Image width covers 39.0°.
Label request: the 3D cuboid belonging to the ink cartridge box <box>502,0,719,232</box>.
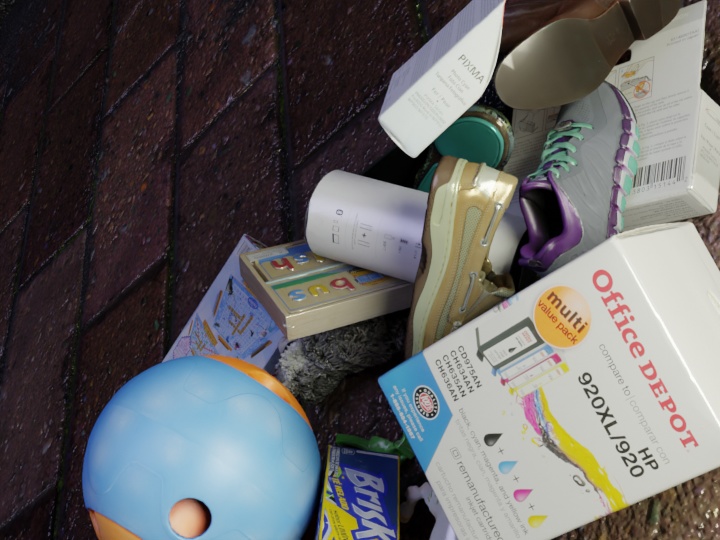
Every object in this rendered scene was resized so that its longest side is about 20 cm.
[{"bbox_3d":[0.210,-0.116,0.866,0.200,0.045,0.177,-12,58,47],"label":"ink cartridge box"}]

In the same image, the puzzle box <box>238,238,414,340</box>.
[{"bbox_3d":[0.000,0.000,0.946,0.133,0.199,0.026,-135,36,-53],"label":"puzzle box"}]

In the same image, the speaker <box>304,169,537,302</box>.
[{"bbox_3d":[0.054,-0.027,0.881,0.199,0.081,0.081,16,78,27],"label":"speaker"}]

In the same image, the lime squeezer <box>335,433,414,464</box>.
[{"bbox_3d":[0.046,0.140,0.914,0.200,0.038,0.071,-36,11,33],"label":"lime squeezer"}]

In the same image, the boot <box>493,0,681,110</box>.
[{"bbox_3d":[0.148,-0.197,0.879,0.186,0.064,0.200,-29,22,-16],"label":"boot"}]

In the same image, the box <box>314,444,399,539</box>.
[{"bbox_3d":[-0.005,0.226,0.789,0.200,0.064,0.070,-87,6,-61],"label":"box"}]

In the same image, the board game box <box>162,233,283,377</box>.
[{"bbox_3d":[-0.139,0.083,1.172,0.200,0.041,0.200,-56,35,7],"label":"board game box"}]

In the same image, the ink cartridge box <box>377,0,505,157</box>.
[{"bbox_3d":[0.104,-0.191,0.823,0.200,0.047,0.160,-39,13,20],"label":"ink cartridge box"}]

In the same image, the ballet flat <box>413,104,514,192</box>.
[{"bbox_3d":[0.100,-0.112,0.933,0.200,0.074,0.074,133,153,-66],"label":"ballet flat"}]

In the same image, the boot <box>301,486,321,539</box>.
[{"bbox_3d":[-0.084,0.292,0.935,0.200,0.072,0.144,-40,39,15],"label":"boot"}]

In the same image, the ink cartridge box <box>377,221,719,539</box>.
[{"bbox_3d":[0.149,0.079,0.675,0.200,0.144,0.148,-35,76,33],"label":"ink cartridge box"}]

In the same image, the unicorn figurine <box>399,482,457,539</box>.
[{"bbox_3d":[0.075,0.226,0.765,0.137,0.074,0.201,-43,52,55],"label":"unicorn figurine"}]

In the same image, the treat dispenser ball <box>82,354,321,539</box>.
[{"bbox_3d":[-0.134,0.172,0.863,0.201,0.201,0.201,-31,45,36],"label":"treat dispenser ball"}]

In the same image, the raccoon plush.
[{"bbox_3d":[-0.011,0.090,0.969,0.200,0.097,0.134,26,95,55],"label":"raccoon plush"}]

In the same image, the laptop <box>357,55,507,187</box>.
[{"bbox_3d":[0.054,-0.158,1.023,0.177,0.103,0.201,-35,40,41],"label":"laptop"}]

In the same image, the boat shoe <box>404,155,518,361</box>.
[{"bbox_3d":[0.082,0.012,0.791,0.072,0.076,0.201,-64,-17,-54],"label":"boat shoe"}]

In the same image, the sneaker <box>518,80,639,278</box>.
[{"bbox_3d":[0.164,-0.078,0.787,0.074,0.087,0.201,-20,53,43],"label":"sneaker"}]
